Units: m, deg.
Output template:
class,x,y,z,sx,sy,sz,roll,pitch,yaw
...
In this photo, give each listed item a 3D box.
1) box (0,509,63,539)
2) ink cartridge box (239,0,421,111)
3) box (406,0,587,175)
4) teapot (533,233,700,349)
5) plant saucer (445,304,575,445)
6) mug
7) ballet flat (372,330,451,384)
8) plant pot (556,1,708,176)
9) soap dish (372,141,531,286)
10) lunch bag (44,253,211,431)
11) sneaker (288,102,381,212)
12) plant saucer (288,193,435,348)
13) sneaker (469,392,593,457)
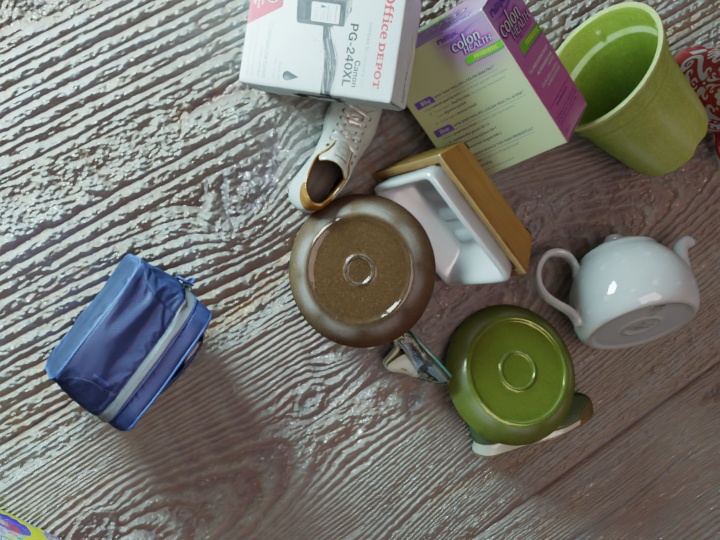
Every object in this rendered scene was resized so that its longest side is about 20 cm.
class,x,y,z,sx,sy,sz,roll,pitch,yaw
box,-0.480,0.384,1.149,0.199,0.122,0.194,34,86,-20
ink cartridge box,-0.035,-0.284,1.192,0.196,0.083,0.148,10,94,12
box,0.160,-0.238,1.257,0.201,0.175,0.097,51,47,-18
teapot,0.378,0.016,1.401,0.199,0.196,0.148,21,48,-51
plant saucer,0.218,0.143,1.376,0.196,0.031,0.204,4,73,-13
mug,0.559,-0.247,1.399,0.177,0.200,0.134,41,83,-19
ballet flat,0.042,0.095,1.331,0.074,0.074,0.201,-41,99,-10
plant pot,0.382,-0.233,1.356,0.183,0.200,0.202,32,86,-32
soap dish,0.125,-0.075,1.295,0.081,0.156,0.201,-48,110,-25
lunch bag,-0.269,0.084,1.177,0.132,0.136,0.201,40,82,-20
sneaker,-0.019,-0.163,1.263,0.072,0.085,0.202,28,86,-19
plant saucer,0.000,0.000,1.271,0.196,0.037,0.205,0,89,6
sneaker,0.247,0.198,1.416,0.197,0.067,0.091,-17,108,-14
